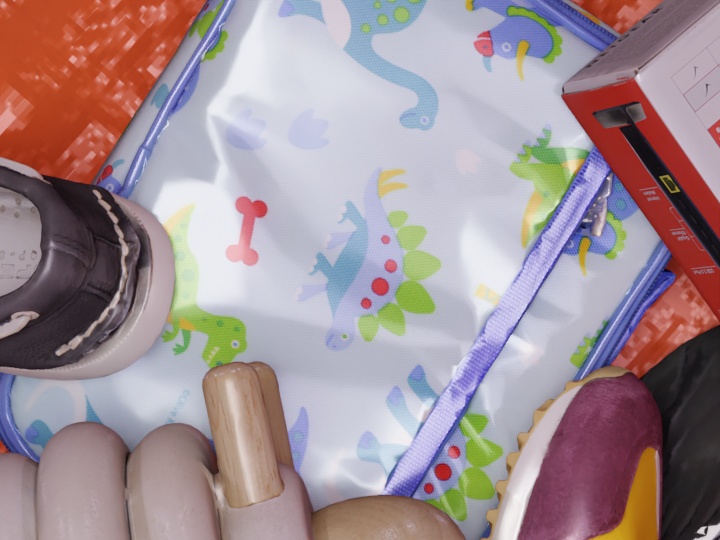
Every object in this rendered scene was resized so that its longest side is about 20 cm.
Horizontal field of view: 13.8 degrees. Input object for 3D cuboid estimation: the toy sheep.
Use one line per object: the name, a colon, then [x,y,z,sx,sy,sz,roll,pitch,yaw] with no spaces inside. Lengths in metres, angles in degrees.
toy sheep: [-0.067,0.100,0.778,0.199,0.138,0.139,-13,92,4]

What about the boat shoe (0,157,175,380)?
boat shoe: [-0.150,-0.001,0.827,0.199,0.060,0.074,5,79,27]

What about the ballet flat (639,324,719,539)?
ballet flat: [0.080,0.103,0.897,0.057,0.066,0.201,31,88,-48]

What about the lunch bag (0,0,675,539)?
lunch bag: [0.000,0.000,0.868,0.160,0.082,0.200,33,90,-7]

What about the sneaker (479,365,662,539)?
sneaker: [0.077,0.129,0.818,0.090,0.075,0.201,8,88,26]

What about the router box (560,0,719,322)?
router box: [0.184,-0.040,0.849,0.200,0.049,0.180,-39,102,-18]
